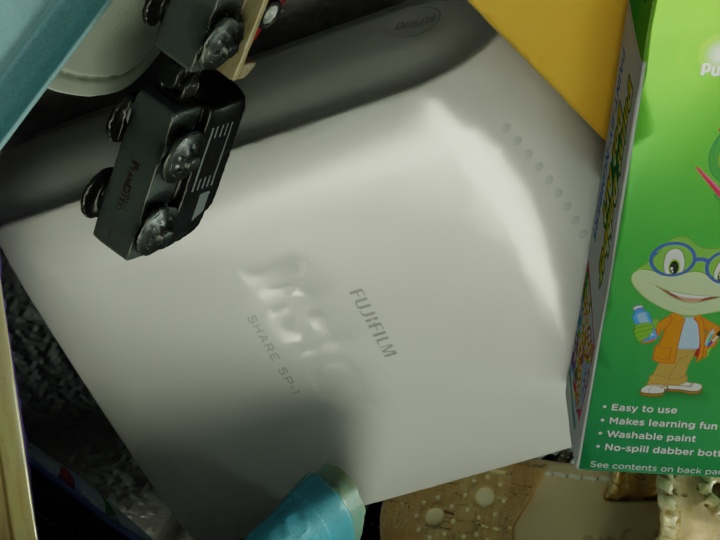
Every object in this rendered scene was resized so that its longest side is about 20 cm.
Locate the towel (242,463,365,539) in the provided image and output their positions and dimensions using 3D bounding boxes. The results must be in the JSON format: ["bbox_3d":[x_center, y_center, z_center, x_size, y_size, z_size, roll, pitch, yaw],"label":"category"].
[{"bbox_3d":[-0.082,0.148,0.815,0.200,0.022,0.147,-35,162,-15],"label":"towel"}]

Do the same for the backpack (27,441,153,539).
[{"bbox_3d":[-0.172,0.134,0.919,0.154,0.200,0.191,20,157,37],"label":"backpack"}]

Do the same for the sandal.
[{"bbox_3d":[0.099,0.084,0.809,0.211,0.078,0.070,-1,162,22],"label":"sandal"}]

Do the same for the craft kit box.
[{"bbox_3d":[0.171,-0.020,0.715,0.199,0.049,0.198,3,126,-2],"label":"craft kit box"}]

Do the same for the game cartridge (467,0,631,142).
[{"bbox_3d":[0.129,-0.116,0.694,0.200,0.033,0.176,-33,131,19],"label":"game cartridge"}]

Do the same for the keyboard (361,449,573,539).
[{"bbox_3d":[0.028,0.078,0.894,0.104,0.040,0.200,24,114,-15],"label":"keyboard"}]

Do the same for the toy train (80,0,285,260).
[{"bbox_3d":[-0.034,-0.089,0.701,0.046,0.034,0.201,-23,143,-51],"label":"toy train"}]

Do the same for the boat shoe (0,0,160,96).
[{"bbox_3d":[-0.119,-0.115,0.690,0.060,0.076,0.200,28,169,33],"label":"boat shoe"}]

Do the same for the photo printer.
[{"bbox_3d":[0.000,0.000,0.811,0.199,0.070,0.167,-17,123,19],"label":"photo printer"}]

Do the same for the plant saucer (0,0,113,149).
[{"bbox_3d":[-0.100,-0.080,0.671,0.200,0.019,0.070,-52,148,2],"label":"plant saucer"}]

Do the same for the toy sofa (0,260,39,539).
[{"bbox_3d":[-0.153,0.020,0.772,0.082,0.201,0.098,-9,-171,-11],"label":"toy sofa"}]
